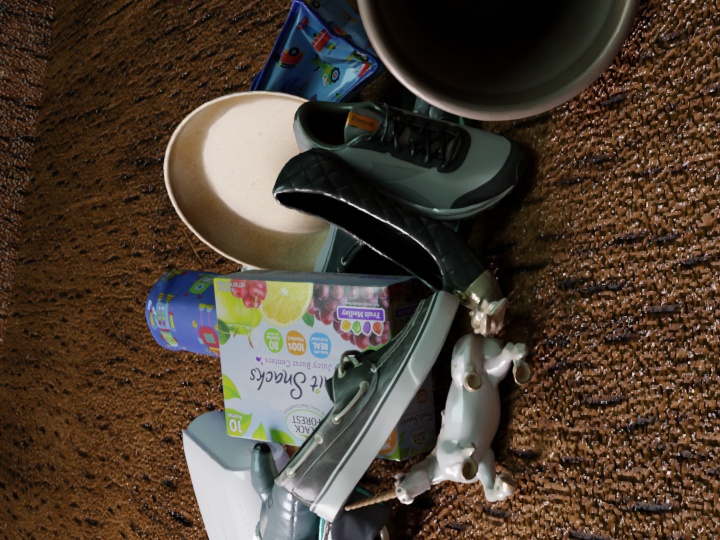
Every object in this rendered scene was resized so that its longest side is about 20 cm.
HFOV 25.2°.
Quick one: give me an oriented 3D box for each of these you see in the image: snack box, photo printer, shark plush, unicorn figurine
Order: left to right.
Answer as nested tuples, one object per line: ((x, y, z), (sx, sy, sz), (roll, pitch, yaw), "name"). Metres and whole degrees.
((-0.096, 0.228, 1.494), (0.200, 0.069, 0.167), (-159, 52, -67), "photo printer")
((-0.070, 0.230, 1.350), (0.083, 0.091, 0.200), (-90, 21, -65), "shark plush")
((-0.032, 0.075, 1.339), (0.200, 0.053, 0.143), (2, 101, 42), "snack box")
((0.076, 0.117, 1.197), (0.200, 0.074, 0.137), (-65, 13, 0), "unicorn figurine")

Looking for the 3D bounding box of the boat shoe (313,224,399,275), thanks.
((0.000, 0.000, 1.377), (0.200, 0.068, 0.057), (97, 159, -57), "boat shoe")

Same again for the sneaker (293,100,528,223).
((0.034, -0.091, 1.254), (0.074, 0.200, 0.079), (-67, -30, -27), "sneaker")

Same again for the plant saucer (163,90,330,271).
((-0.069, -0.082, 1.394), (0.035, 0.200, 0.200), (-76, 12, -48), "plant saucer")

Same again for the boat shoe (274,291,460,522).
((0.004, 0.094, 1.224), (0.200, 0.064, 0.071), (-58, -3, 7), "boat shoe")

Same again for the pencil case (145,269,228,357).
((-0.114, 0.039, 1.506), (0.200, 0.078, 0.087), (2, 41, 46), "pencil case")

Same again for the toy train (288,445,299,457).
((-0.011, 0.126, 1.412), (0.150, 0.055, 0.200), (-132, 55, -64), "toy train")

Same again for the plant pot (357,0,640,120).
((0.094, -0.220, 1.168), (0.175, 0.200, 0.201), (-89, 14, -76), "plant pot")

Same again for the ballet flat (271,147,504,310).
((0.021, -0.022, 1.242), (0.057, 0.200, 0.067), (-52, -10, -30), "ballet flat")

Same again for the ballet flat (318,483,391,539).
((-0.011, 0.256, 1.324), (0.073, 0.073, 0.200), (-110, 25, -52), "ballet flat")

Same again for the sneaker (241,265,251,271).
((-0.095, 0.052, 1.591), (0.073, 0.085, 0.201), (-12, 73, 25), "sneaker")

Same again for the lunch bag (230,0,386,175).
((-0.039, -0.168, 1.442), (0.200, 0.094, 0.151), (-53, -1, 36), "lunch bag")

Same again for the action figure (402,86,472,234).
((0.059, -0.089, 1.342), (0.118, 0.055, 0.201), (-23, 64, 61), "action figure")
